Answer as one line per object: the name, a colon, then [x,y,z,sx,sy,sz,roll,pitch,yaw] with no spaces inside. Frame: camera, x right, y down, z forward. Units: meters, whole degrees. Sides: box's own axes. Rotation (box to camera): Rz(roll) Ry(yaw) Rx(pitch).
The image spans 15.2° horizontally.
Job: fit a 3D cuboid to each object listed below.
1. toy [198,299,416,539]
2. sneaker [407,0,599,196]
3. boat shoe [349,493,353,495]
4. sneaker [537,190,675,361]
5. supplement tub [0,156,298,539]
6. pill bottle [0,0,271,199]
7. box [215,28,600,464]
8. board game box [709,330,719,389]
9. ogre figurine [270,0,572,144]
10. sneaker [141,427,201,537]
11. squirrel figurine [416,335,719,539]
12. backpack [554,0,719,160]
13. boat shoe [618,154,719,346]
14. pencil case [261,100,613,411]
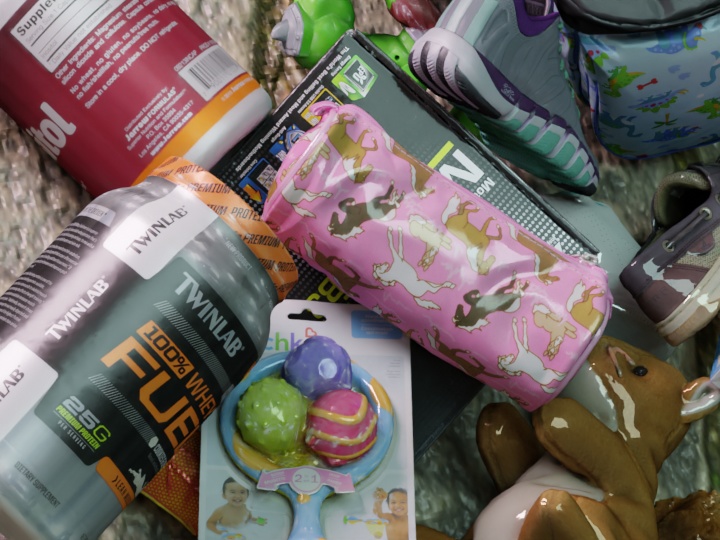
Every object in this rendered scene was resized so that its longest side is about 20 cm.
toy: [-0.027,0.087,1.425,0.114,0.047,0.201,3,54,-5]
sneaker: [0.104,-0.111,1.552,0.074,0.200,0.088,26,84,31]
boat shoe: [-0.001,0.198,1.474,0.072,0.060,0.203,-5,86,-58]
sneaker: [0.109,-0.023,1.622,0.199,0.075,0.089,34,50,-14]
supplement tub: [-0.132,0.044,1.396,0.122,0.123,0.200,42,76,0]
pill bottle: [-0.155,-0.123,1.527,0.200,0.113,0.113,44,59,2]
box: [0.000,0.000,1.528,0.193,0.048,0.200,43,86,2]
board game box: [0.268,-0.020,1.594,0.034,0.135,0.200,34,32,-6]
ogre figurine: [0.028,-0.136,1.598,0.120,0.200,0.098,-45,47,-2]
sneaker: [-0.110,0.103,1.484,0.077,0.073,0.200,-35,79,-8]
squirrel figurine: [0.146,0.141,1.540,0.200,0.141,0.187,47,48,-13]
backpack: [0.184,-0.153,1.629,0.162,0.200,0.155,-18,86,-6]
boat shoe: [0.207,-0.034,1.618,0.065,0.072,0.200,43,42,-9]
pencil case: [0.040,-0.009,1.468,0.199,0.083,0.087,32,57,-1]
